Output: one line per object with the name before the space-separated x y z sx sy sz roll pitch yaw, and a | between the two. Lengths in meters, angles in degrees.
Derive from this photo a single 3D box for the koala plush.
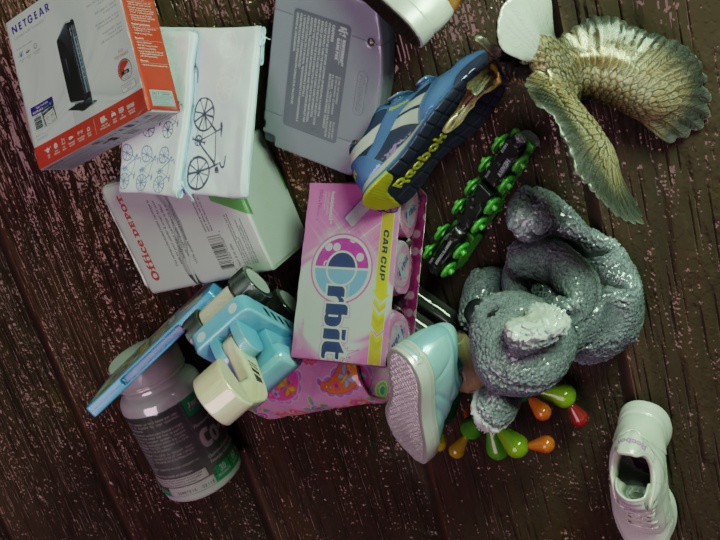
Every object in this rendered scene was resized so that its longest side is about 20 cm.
koala plush | 0.174 0.054 1.162 0.183 0.200 0.178 32 130 9

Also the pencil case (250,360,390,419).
pencil case | -0.051 0.129 1.428 0.199 0.087 0.088 -15 111 37

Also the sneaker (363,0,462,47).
sneaker | 0.020 -0.302 1.129 0.200 0.085 0.073 46 176 15

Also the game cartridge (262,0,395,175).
game cartridge | -0.032 -0.203 1.231 0.133 0.040 0.201 25 129 19

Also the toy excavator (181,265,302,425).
toy excavator | -0.117 0.093 1.252 0.100 0.194 0.200 -42 50 12

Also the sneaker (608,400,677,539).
sneaker | 0.294 0.241 1.278 0.075 0.100 0.201 4 122 26

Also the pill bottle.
pill bottle | -0.246 0.193 1.562 0.113 0.113 0.201 -9 115 35

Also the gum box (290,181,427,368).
gum box | 0.000 0.000 1.262 0.113 0.066 0.201 3 84 28

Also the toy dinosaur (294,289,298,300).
toy dinosaur | -0.133 0.060 1.440 0.088 0.048 0.200 26 140 -30

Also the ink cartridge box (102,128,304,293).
ink cartridge box | -0.182 -0.066 1.374 0.199 0.083 0.147 -10 111 35

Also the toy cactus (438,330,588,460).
toy cactus | 0.135 0.134 1.304 0.199 0.102 0.165 -12 119 26

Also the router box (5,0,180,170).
router box | -0.301 -0.227 1.320 0.199 0.049 0.180 -20 82 38

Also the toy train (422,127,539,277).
toy train | 0.125 -0.068 1.209 0.042 0.056 0.200 46 133 17

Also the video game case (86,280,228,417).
video game case | -0.236 0.082 1.407 0.200 0.143 0.018 -43 97 6

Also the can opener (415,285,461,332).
can opener | 0.022 0.021 1.344 0.200 0.053 0.067 35 163 6

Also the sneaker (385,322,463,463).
sneaker | 0.077 0.129 1.237 0.074 0.082 0.200 47 155 28

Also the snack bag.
snack bag | -0.185 -0.169 1.281 0.199 0.021 0.190 9 94 37

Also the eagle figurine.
eagle figurine | 0.200 -0.154 1.068 0.200 0.151 0.152 31 116 24

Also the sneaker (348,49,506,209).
sneaker | 0.060 -0.152 1.173 0.200 0.074 0.082 -43 52 20
